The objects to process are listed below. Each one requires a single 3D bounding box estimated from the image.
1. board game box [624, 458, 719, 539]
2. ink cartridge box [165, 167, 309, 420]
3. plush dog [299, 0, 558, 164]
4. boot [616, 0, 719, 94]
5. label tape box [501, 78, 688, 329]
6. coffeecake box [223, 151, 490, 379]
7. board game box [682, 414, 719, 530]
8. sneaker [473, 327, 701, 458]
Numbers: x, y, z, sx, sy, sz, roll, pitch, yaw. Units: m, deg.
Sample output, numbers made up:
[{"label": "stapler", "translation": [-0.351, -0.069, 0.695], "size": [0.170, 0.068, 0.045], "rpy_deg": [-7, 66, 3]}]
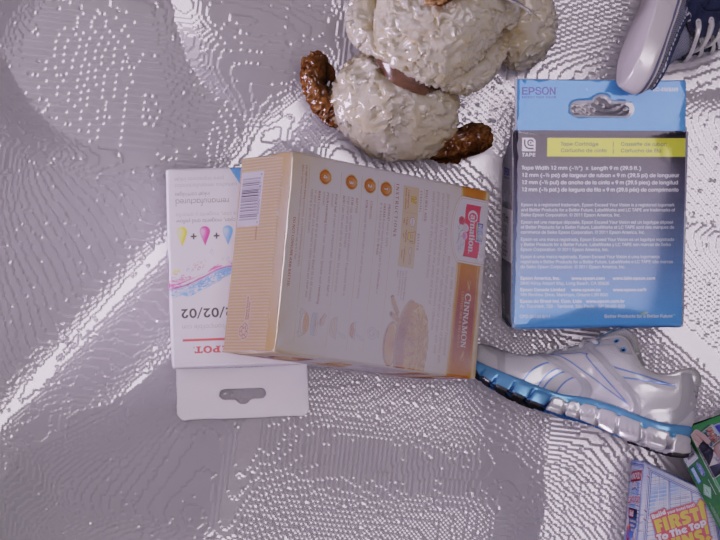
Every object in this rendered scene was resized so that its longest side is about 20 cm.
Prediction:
[{"label": "board game box", "translation": [0.290, 0.247, 1.759], "size": [0.199, 0.062, 0.201], "rpy_deg": [-8, 88, -5]}, {"label": "ink cartridge box", "translation": [-0.097, 0.019, 1.739], "size": [0.114, 0.068, 0.201], "rpy_deg": [-2, 87, -5]}, {"label": "plush dog", "translation": [0.046, -0.167, 1.735], "size": [0.199, 0.161, 0.172], "rpy_deg": [22, 110, -2]}, {"label": "boot", "translation": [0.270, -0.199, 1.738], "size": [0.090, 0.073, 0.200], "rpy_deg": [27, 48, -5]}, {"label": "label tape box", "translation": [0.189, -0.055, 1.755], "size": [0.142, 0.066, 0.201], "rpy_deg": [0, 94, -4]}, {"label": "coffeecake box", "translation": [0.000, 0.000, 1.696], "size": [0.199, 0.073, 0.154], "rpy_deg": [10, 82, -36]}, {"label": "board game box", "translation": [0.354, 0.198, 1.732], "size": [0.134, 0.029, 0.201], "rpy_deg": [-16, 70, -27]}, {"label": "sneaker", "translation": [0.182, 0.082, 1.738], "size": [0.199, 0.075, 0.087], "rpy_deg": [18, 86, 17]}]
